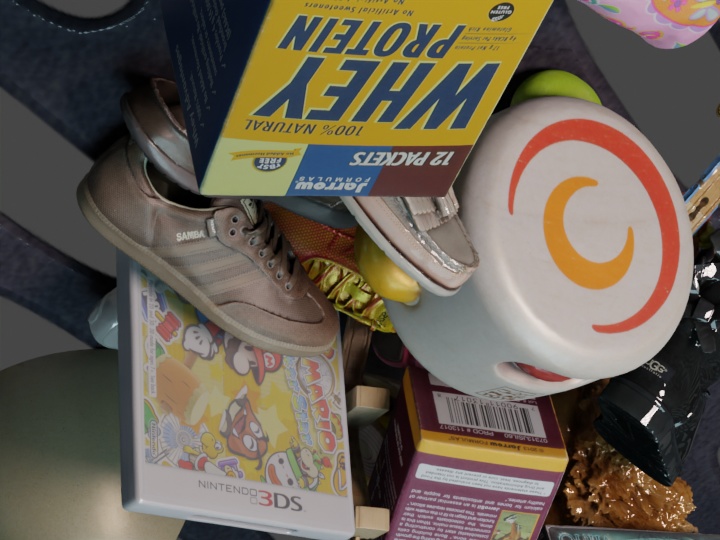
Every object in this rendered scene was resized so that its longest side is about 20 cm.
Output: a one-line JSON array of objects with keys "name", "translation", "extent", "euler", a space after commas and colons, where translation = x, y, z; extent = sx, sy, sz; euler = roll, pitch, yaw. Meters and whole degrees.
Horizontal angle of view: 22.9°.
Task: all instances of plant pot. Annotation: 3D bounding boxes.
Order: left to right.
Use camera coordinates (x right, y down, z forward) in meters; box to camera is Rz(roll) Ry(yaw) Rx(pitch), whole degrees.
[{"name": "plant pot", "translation": [-0.209, 0.169, 1.349], "extent": [0.199, 0.135, 0.201], "euler": [-11, 146, -7]}]

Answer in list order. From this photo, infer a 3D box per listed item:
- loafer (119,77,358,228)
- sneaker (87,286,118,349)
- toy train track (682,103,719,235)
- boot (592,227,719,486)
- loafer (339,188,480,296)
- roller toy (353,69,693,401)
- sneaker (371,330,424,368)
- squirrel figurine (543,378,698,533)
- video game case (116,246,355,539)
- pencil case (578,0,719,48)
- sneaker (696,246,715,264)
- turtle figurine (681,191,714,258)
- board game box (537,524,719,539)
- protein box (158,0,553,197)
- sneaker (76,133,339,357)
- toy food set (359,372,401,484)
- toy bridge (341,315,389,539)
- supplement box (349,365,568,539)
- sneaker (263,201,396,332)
[{"name": "loafer", "translation": [-0.060, -0.086, 1.099], "extent": [0.200, 0.073, 0.071], "euler": [13, 127, -44]}, {"name": "sneaker", "translation": [-0.096, 0.057, 1.257], "extent": [0.199, 0.100, 0.078], "euler": [8, 144, -32]}, {"name": "toy train track", "translation": [0.250, -0.081, 1.213], "extent": [0.200, 0.033, 0.115], "euler": [-50, 127, 4]}, {"name": "boot", "translation": [0.239, 0.060, 1.263], "extent": [0.163, 0.073, 0.198], "euler": [-50, 160, -9]}, {"name": "loafer", "translation": [0.008, -0.078, 1.031], "extent": [0.063, 0.200, 0.072], "euler": [-40, 176, 25]}, {"name": "roller toy", "translation": [0.107, -0.009, 1.151], "extent": [0.200, 0.183, 0.140], "euler": [-43, -168, -33]}, {"name": "sneaker", "translation": [0.111, 0.052, 1.308], "extent": [0.199, 0.079, 0.095], "euler": [4, 161, 32]}, {"name": "squirrel figurine", "translation": [0.164, 0.178, 1.420], "extent": [0.200, 0.187, 0.141], "euler": [-1, 167, 44]}, {"name": "video game case", "translation": [-0.083, 0.074, 1.199], "extent": [0.182, 0.201, 0.023], "euler": [16, 149, -39]}, {"name": "pencil case", "translation": [0.126, -0.193, 0.997], "extent": [0.200, 0.088, 0.087], "euler": [17, 135, -39]}, {"name": "sneaker", "translation": [0.324, 0.013, 1.354], "extent": [0.075, 0.116, 0.200], "euler": [1, 144, -24]}, {"name": "turtle figurine", "translation": [0.178, -0.002, 1.317], "extent": [0.199, 0.065, 0.161], "euler": [-16, 133, 20]}, {"name": "board game box", "translation": [0.198, 0.245, 1.372], "extent": [0.199, 0.028, 0.135], "euler": [7, 138, -26]}, {"name": "protein box", "translation": [-0.009, -0.173, 0.857], "extent": [0.134, 0.199, 0.200], "euler": [0, 145, -22]}, {"name": "sneaker", "translation": [-0.083, -0.016, 1.135], "extent": [0.200, 0.071, 0.076], "euler": [32, 122, -22]}, {"name": "toy food set", "translation": [0.026, 0.165, 1.413], "extent": [0.049, 0.200, 0.199], "euler": [-35, 122, -34]}, {"name": "toy bridge", "translation": [-0.001, 0.100, 1.279], "extent": [0.027, 0.201, 0.067], "euler": [9, 159, -18]}, {"name": "supplement box", "translation": [0.063, 0.177, 1.284], "extent": [0.110, 0.086, 0.201], "euler": [10, 123, -12]}, {"name": "sneaker", "translation": [0.000, 0.000, 1.219], "extent": [0.199, 0.077, 0.073], "euler": [14, 124, -21]}]
